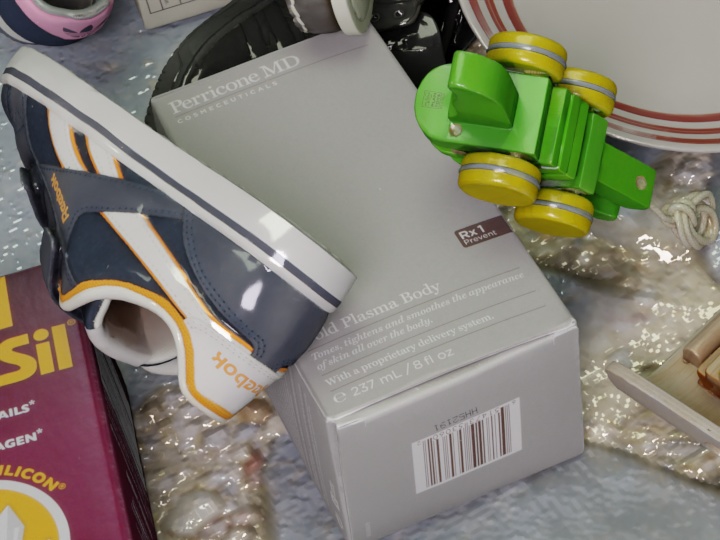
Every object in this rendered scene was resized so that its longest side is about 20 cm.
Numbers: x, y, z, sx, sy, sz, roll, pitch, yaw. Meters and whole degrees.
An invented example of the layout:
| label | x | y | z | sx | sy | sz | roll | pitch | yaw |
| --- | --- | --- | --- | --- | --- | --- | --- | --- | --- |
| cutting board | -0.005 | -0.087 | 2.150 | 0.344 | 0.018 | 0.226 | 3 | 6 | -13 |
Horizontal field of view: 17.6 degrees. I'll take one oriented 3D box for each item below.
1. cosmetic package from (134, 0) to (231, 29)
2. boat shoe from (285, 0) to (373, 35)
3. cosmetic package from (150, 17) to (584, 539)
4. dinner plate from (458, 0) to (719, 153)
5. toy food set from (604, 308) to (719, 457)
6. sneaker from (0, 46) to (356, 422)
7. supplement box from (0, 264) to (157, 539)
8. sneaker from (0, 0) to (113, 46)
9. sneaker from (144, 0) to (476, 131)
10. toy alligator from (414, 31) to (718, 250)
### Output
| label | x | y | z | sx | sy | sz | roll | pitch | yaw |
| --- | --- | --- | --- | --- | --- | --- | --- | --- | --- |
| cosmetic package | -0.026 | -0.199 | 1.104 | 0.199 | 0.106 | 0.071 | -17 | 46 | -5 |
| boat shoe | -0.033 | -0.178 | 0.993 | 0.060 | 0.072 | 0.202 | -11 | 56 | 6 |
| cosmetic package | 0.000 | 0.000 | 0.927 | 0.106 | 0.091 | 0.200 | -23 | 51 | -12 |
| dinner plate | 0.137 | -0.128 | 1.030 | 0.198 | 0.024 | 0.201 | 4 | 56 | -5 |
| toy food set | 0.209 | 0.013 | 0.885 | 0.200 | 0.061 | 0.143 | -40 | 52 | -23 |
| sneaker | -0.090 | -0.016 | 0.874 | 0.080 | 0.078 | 0.200 | -54 | 46 | 0 |
| supplement box | -0.133 | 0.104 | 0.863 | 0.110 | 0.086 | 0.201 | -17 | 47 | -2 |
| sneaker | -0.153 | -0.201 | 1.063 | 0.070 | 0.201 | 0.082 | -24 | 18 | -24 |
| sneaker | -0.007 | -0.098 | 1.036 | 0.104 | 0.060 | 0.200 | 13 | 48 | 27 |
| toy alligator | 0.073 | -0.044 | 0.900 | 0.054 | 0.200 | 0.060 | 6 | 78 | 36 |
